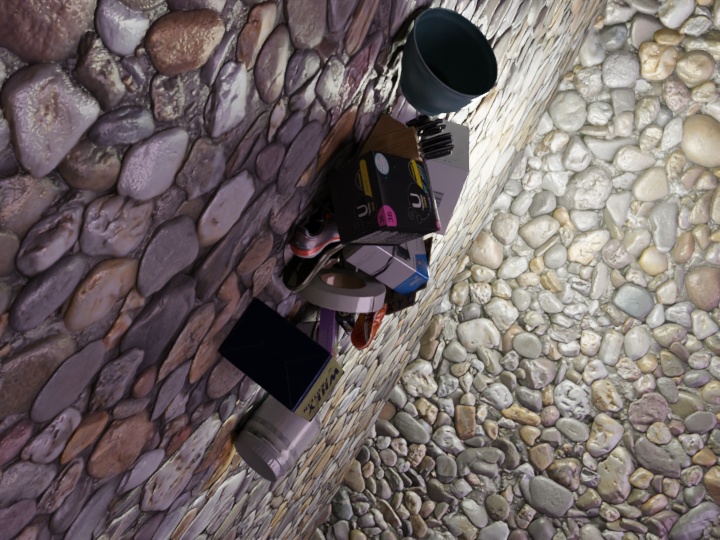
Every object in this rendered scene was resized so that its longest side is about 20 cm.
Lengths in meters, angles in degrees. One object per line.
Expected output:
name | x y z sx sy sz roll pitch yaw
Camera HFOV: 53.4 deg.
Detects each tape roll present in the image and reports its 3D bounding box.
tape roll | -0.041 0.040 1.560 0.202 0.198 0.038 -23 126 -64

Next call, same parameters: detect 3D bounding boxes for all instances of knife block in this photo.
knife block | 0.098 -0.243 1.513 0.203 0.173 0.064 -58 163 3

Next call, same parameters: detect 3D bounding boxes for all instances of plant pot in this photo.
plant pot | 0.159 -0.397 1.433 0.200 0.201 0.134 -46 -178 -36

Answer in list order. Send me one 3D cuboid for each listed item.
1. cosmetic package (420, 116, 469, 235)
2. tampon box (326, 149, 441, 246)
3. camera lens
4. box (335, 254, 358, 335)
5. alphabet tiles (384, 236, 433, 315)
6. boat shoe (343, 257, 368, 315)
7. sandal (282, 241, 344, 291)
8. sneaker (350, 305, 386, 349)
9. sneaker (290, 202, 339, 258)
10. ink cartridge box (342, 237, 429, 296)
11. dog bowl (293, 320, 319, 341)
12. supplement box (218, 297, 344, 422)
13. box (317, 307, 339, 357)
cosmetic package | 0.189 -0.238 1.786 0.203 0.119 0.202 -82 -173 -48
tampon box | 0.049 -0.139 1.446 0.124 0.154 0.198 -19 169 35
camera lens | -0.204 0.407 1.815 0.201 0.158 0.162 -49 162 -31
box | -0.024 0.067 1.829 0.200 0.048 0.166 64 27 -72
alphabet tiles | 0.105 0.003 1.685 0.165 0.006 0.205 -24 -133 46
boat shoe | 0.000 0.000 1.691 0.059 0.071 0.208 -7 102 -27
sandal | -0.086 -0.031 1.514 0.201 0.079 0.058 -45 144 -14
sneaker | 0.031 0.099 1.771 0.203 0.072 0.077 -60 169 -1
sneaker | -0.065 -0.104 1.459 0.200 0.076 0.083 -46 154 -42
ink cartridge box | 0.056 -0.056 1.603 0.084 0.198 0.148 -35 -138 32
dog bowl | -0.145 0.216 1.680 0.200 0.071 0.207 8 90 -88
supplement box | -0.157 0.191 1.482 0.136 0.198 0.200 -53 164 -10
box | -0.077 0.146 1.774 0.137 0.038 0.206 81 13 -68
